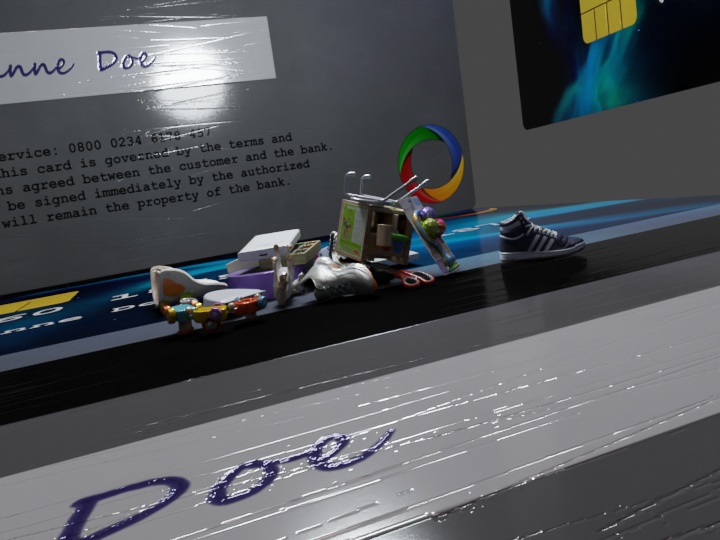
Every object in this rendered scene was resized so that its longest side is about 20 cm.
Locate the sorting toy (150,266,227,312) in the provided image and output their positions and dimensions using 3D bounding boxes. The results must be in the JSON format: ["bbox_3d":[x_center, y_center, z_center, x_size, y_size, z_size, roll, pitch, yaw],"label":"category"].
[{"bbox_3d":[-0.441,0.043,1.631,0.175,0.111,0.199,-4,4,-25],"label":"sorting toy"}]

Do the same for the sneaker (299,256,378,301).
[{"bbox_3d":[-0.048,0.035,1.337,0.197,0.077,0.092,10,45,45],"label":"sneaker"}]

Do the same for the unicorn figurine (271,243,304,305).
[{"bbox_3d":[-0.167,0.015,1.430,0.071,0.142,0.201,3,25,15],"label":"unicorn figurine"}]

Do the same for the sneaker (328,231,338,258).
[{"bbox_3d":[-0.035,-0.062,1.719,0.079,0.078,0.199,4,8,-22],"label":"sneaker"}]

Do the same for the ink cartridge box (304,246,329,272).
[{"bbox_3d":[-0.148,-0.017,1.783,0.117,0.043,0.200,-29,4,16],"label":"ink cartridge box"}]

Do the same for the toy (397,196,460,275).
[{"bbox_3d":[0.172,-0.092,1.454,0.047,0.204,0.114,-31,-7,28],"label":"toy"}]

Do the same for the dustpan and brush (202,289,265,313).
[{"bbox_3d":[-0.321,0.077,1.402,0.195,0.059,0.138,4,11,31],"label":"dustpan and brush"}]

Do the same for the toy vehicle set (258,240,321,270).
[{"bbox_3d":[-0.178,-0.042,1.629,0.120,0.027,0.200,-8,11,9],"label":"toy vehicle set"}]

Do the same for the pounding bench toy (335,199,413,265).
[{"bbox_3d":[0.060,-0.082,1.470,0.152,0.128,0.198,4,9,-33],"label":"pounding bench toy"}]

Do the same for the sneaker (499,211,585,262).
[{"bbox_3d":[0.415,-0.086,1.457,0.194,0.112,0.070,-7,7,17],"label":"sneaker"}]

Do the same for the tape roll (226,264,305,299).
[{"bbox_3d":[-0.234,0.027,1.580,0.193,0.068,0.200,-9,6,1],"label":"tape roll"}]

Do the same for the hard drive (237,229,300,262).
[{"bbox_3d":[-0.231,-0.066,1.622,0.127,0.027,0.200,-9,14,5],"label":"hard drive"}]

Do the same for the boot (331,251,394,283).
[{"bbox_3d":[0.000,0.000,1.517,0.134,0.080,0.201,-5,20,-8],"label":"boot"}]

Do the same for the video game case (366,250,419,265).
[{"bbox_3d":[0.039,-0.033,1.733,0.194,0.024,0.182,-11,11,-16],"label":"video game case"}]

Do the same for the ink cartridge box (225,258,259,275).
[{"bbox_3d":[-0.275,-0.020,1.808,0.144,0.088,0.200,-23,3,15],"label":"ink cartridge box"}]

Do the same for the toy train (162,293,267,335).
[{"bbox_3d":[-0.286,0.088,1.235,0.194,0.058,0.150,-3,7,19],"label":"toy train"}]

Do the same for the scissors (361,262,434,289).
[{"bbox_3d":[0.082,0.003,1.391,0.072,0.014,0.198,-20,26,-29],"label":"scissors"}]

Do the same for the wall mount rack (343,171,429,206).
[{"bbox_3d":[0.059,-0.184,1.437,0.169,0.077,0.199,11,9,18],"label":"wall mount rack"}]
